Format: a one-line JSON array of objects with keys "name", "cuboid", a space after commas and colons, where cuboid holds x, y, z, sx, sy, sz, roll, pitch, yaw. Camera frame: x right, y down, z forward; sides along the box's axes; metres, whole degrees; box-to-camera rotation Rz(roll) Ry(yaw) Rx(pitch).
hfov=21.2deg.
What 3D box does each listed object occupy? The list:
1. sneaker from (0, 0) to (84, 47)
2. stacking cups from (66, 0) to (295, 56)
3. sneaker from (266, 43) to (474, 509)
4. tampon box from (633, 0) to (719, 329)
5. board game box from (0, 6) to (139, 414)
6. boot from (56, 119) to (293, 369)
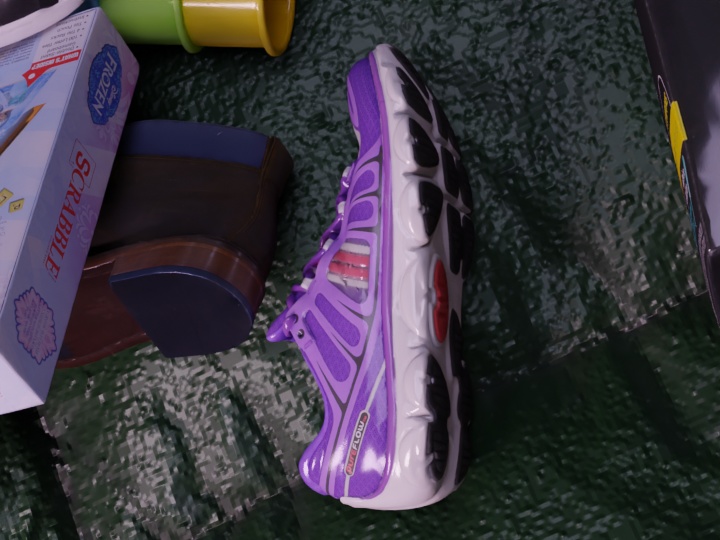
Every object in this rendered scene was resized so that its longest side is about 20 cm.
[{"name": "sneaker", "cuboid": [-0.129, -0.183, 0.824, 0.200, 0.112, 0.073, -35, 57, -7]}, {"name": "stacking cups", "cuboid": [-0.132, -0.132, 0.895, 0.199, 0.061, 0.061, 3, 75, 14]}, {"name": "sneaker", "cuboid": [0.000, 0.000, 0.817, 0.083, 0.081, 0.201, -4, 74, 19]}, {"name": "tampon box", "cuboid": [0.176, -0.094, 0.758, 0.126, 0.150, 0.201, -15, 71, 9]}, {"name": "board game box", "cuboid": [-0.205, -0.010, 0.826, 0.199, 0.041, 0.200, -14, 43, 23]}, {"name": "boot", "cuboid": [-0.121, -0.014, 0.870, 0.199, 0.075, 0.097, 1, 48, 25]}]
